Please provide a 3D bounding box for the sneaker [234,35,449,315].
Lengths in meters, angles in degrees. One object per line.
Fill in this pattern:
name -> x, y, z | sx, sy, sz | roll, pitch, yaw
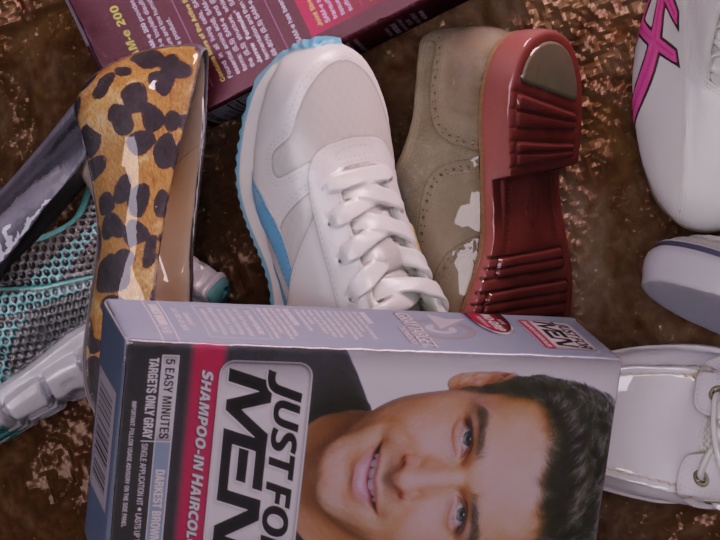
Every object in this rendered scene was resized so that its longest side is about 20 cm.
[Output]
sneaker -> 0.000, 0.000, 1.037 | 0.081, 0.076, 0.200 | 9, 109, 50

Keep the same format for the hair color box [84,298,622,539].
hair color box -> -0.004, 0.070, 0.970 | 0.200, 0.061, 0.099 | 2, 104, -16

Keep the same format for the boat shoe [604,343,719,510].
boat shoe -> 0.172, 0.071, 1.049 | 0.200, 0.069, 0.071 | 5, 91, 5

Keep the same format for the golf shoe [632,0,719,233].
golf shoe -> 0.157, -0.115, 1.042 | 0.072, 0.092, 0.200 | 9, 93, 6

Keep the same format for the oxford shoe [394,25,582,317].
oxford shoe -> 0.048, -0.010, 1.079 | 0.075, 0.070, 0.200 | 13, 98, 38

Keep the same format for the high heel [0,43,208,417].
high heel -> -0.061, 0.008, 1.020 | 0.200, 0.071, 0.143 | 43, 91, 3

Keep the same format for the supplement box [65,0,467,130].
supplement box -> -0.029, -0.143, 1.079 | 0.200, 0.061, 0.109 | -25, 87, 5

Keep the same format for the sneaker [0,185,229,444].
sneaker -> -0.162, 0.026, 1.094 | 0.200, 0.078, 0.091 | -29, 83, -3

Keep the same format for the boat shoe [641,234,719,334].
boat shoe -> 0.223, 0.006, 1.050 | 0.200, 0.071, 0.070 | 14, 77, 7
